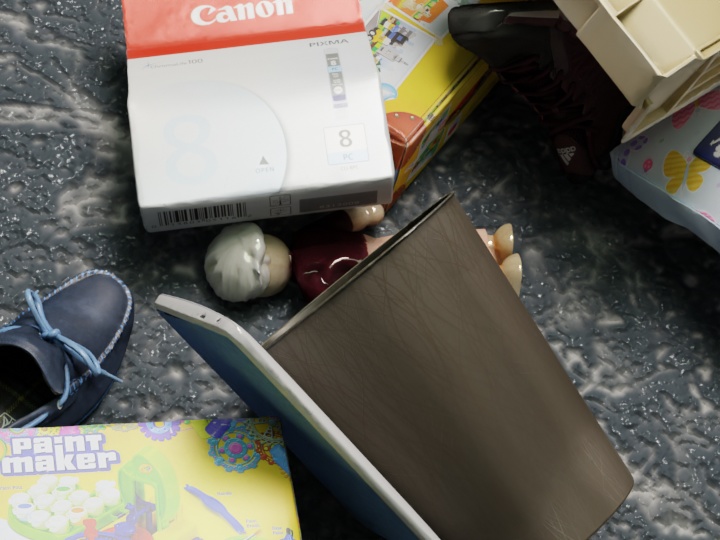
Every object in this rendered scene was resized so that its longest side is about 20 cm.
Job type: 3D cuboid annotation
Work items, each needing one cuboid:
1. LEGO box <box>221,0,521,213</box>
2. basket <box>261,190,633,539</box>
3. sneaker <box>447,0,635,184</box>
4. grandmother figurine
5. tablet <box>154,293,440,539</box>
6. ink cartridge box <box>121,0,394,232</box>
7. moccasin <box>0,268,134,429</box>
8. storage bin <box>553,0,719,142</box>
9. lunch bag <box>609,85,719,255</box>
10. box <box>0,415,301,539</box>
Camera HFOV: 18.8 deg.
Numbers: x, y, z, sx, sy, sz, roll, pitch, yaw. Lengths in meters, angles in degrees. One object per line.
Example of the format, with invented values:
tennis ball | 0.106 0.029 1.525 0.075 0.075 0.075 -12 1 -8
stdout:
LEGO box | 0.015 -0.158 1.495 0.149 0.077 0.200 33 54 11
basket | 0.053 0.082 1.270 0.200 0.180 0.136 51 42 -2
sneaker | 0.133 -0.117 1.454 0.200 0.076 0.116 2 90 -47
grandmother figurine | 0.000 0.000 1.393 0.200 0.061 0.121 3 26 -8
tablet | -0.030 0.090 1.223 0.014 0.130 0.200 -47 112 -12
ink cartridge box | -0.070 -0.130 1.386 0.160 0.047 0.200 -7 71 -3
moccasin | -0.194 0.067 1.285 0.080 0.068 0.200 28 53 7
storage bin | 0.179 -0.211 1.382 0.198 0.094 0.200 -31 80 -35
lunch bag | 0.291 -0.069 1.435 0.200 0.127 0.170 -17 30 -21
box | -0.135 0.192 1.174 0.200 0.122 0.193 -1 55 -14
